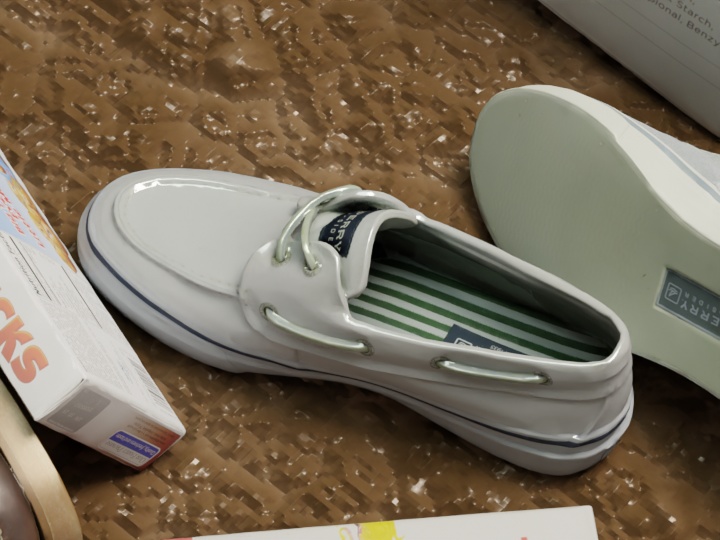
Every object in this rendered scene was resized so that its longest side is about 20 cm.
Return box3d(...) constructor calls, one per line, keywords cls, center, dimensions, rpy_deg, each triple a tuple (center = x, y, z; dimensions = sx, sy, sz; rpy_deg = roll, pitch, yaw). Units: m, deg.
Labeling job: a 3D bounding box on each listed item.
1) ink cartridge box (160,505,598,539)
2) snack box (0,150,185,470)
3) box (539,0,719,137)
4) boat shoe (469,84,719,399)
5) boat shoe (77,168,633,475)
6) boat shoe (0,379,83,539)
box3d(cls="ink cartridge box", center=(0.016, 0.136, 0.657), dimensions=(0.199, 0.068, 0.117), rpy_deg=(-4, 56, -7))
box3d(cls="snack box", center=(-0.130, -0.022, 0.754), dimensions=(0.024, 0.072, 0.200), rpy_deg=(-40, 62, 7))
box3d(cls="box", center=(0.134, -0.196, 0.850), dimensions=(0.200, 0.131, 0.199), rpy_deg=(39, 61, 15))
box3d(cls="boat shoe", center=(0.121, -0.002, 0.762), dimensions=(0.071, 0.070, 0.201), rpy_deg=(-7, 34, -43))
box3d(cls="boat shoe", center=(0.000, 0.000, 0.751), dimensions=(0.199, 0.067, 0.074), rpy_deg=(18, 55, 8))
box3d(cls="boat shoe", center=(-0.164, 0.025, 0.719), dimensions=(0.070, 0.071, 0.200), rpy_deg=(-25, 60, -22))
